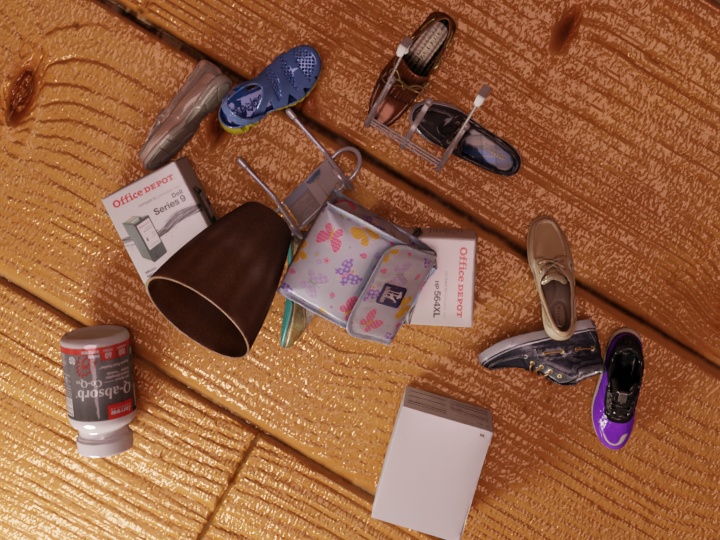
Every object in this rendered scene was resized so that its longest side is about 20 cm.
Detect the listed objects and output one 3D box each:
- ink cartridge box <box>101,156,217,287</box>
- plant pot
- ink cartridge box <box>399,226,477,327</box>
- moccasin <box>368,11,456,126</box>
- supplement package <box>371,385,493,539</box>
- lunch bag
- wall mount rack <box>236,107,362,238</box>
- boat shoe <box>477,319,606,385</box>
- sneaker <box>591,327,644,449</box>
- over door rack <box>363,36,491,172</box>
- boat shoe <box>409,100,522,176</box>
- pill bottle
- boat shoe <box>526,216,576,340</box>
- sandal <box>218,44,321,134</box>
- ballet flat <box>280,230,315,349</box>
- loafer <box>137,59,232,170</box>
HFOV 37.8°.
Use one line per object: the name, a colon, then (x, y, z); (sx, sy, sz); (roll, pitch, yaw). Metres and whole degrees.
ink cartridge box: (-0.311, -0.064, 1.722); (0.145, 0.084, 0.202); (-26, 98, 8)
plant pot: (-0.195, -0.003, 1.612); (0.186, 0.187, 0.201); (35, 64, -2)
ink cartridge box: (0.088, 0.008, 1.702); (0.197, 0.084, 0.148); (2, 100, 6)
moccasin: (0.081, -0.310, 1.645); (0.074, 0.078, 0.202); (40, 103, -7)
supplement package: (0.118, 0.320, 1.746); (0.154, 0.111, 0.202); (16, 101, 1)
lunch bag: (0.000, 0.000, 1.606); (0.199, 0.127, 0.171); (30, 105, -6)
wall mount rack: (-0.102, -0.154, 1.696); (0.200, 0.074, 0.174); (-43, 57, 8)
boat shoe: (0.294, 0.148, 1.704); (0.198, 0.071, 0.092); (-16, 71, 6)
sneaker: (0.417, 0.200, 1.702); (0.069, 0.100, 0.203); (5, 101, 6)
over door rack: (0.101, -0.251, 1.570); (0.147, 0.067, 0.200); (31, 147, 0)
boat shoe: (0.167, -0.206, 1.664); (0.199, 0.066, 0.070); (32, 102, -2)
pill bottle: (-0.437, 0.201, 1.768); (0.114, 0.116, 0.203); (-3, 101, 5)
boat shoe: (0.308, 0.008, 1.670); (0.071, 0.065, 0.203); (-7, 79, 4)
sandal: (-0.146, -0.284, 1.665); (0.199, 0.087, 0.080); (-37, 89, 8)
ballet flat: (-0.094, 0.035, 1.736); (0.070, 0.071, 0.203); (5, 101, 4)
loafer: (-0.293, -0.252, 1.701); (0.063, 0.072, 0.200); (45, 95, 12)
